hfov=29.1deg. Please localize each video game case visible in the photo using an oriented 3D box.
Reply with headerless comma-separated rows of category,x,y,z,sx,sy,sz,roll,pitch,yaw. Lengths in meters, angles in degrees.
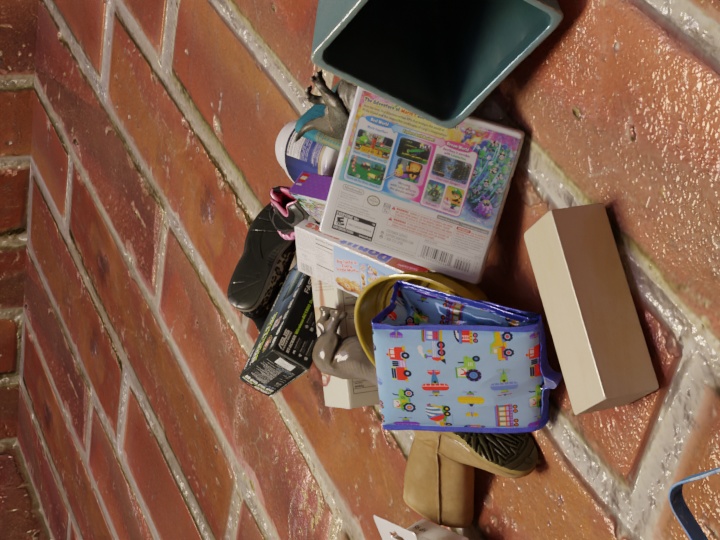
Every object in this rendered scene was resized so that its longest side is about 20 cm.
video game case,0.068,-0.100,1.588,0.024,0.200,0.182,-31,-42,-72

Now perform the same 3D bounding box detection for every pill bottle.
pill bottle,-0.040,-0.154,1.889,0.200,0.111,0.111,26,119,61

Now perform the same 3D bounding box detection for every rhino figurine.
rhino figurine,0.030,0.108,1.774,0.060,0.199,0.088,14,-91,-76

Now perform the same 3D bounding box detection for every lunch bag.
lunch bag,0.124,0.108,1.547,0.199,0.094,0.151,8,125,20

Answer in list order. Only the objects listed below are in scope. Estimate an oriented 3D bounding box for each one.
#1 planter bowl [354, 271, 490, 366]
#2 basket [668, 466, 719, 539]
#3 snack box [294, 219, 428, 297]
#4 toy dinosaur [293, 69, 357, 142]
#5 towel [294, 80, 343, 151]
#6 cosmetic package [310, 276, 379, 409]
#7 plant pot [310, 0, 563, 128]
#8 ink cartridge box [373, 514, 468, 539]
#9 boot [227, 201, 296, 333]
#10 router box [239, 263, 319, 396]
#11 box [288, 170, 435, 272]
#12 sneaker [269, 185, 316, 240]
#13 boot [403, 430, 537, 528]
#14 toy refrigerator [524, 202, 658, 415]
planter bowl,0.098,0.064,1.647,0.200,0.083,0.201,20,135,21
basket,0.353,0.244,1.145,0.200,0.139,0.176,65,151,14
snack box,0.000,0.000,1.760,0.200,0.024,0.072,23,132,31
toy dinosaur,-0.012,-0.207,1.689,0.200,0.077,0.102,-42,86,19
towel,0.008,-0.207,1.770,0.022,0.147,0.200,52,169,-31
cosmetic package,0.001,0.080,1.873,0.087,0.103,0.201,173,92,-65
plant pot,0.072,-0.315,1.500,0.196,0.195,0.200,-44,37,37
ink cartridge box,0.100,0.384,1.715,0.116,0.068,0.200,6,121,63
boot,-0.127,-0.001,2.127,0.204,0.073,0.154,-65,-24,-21
router box,-0.088,0.067,1.977,0.150,0.062,0.200,-41,21,60
box,0.017,-0.057,1.735,0.200,0.039,0.137,16,156,47
sneaker,-0.096,-0.091,1.984,0.079,0.095,0.200,-51,22,-8
boot,0.131,0.247,1.685,0.175,0.066,0.200,30,142,27
toy refrigerator,0.237,0.039,1.420,0.076,0.070,0.200,130,129,-65
